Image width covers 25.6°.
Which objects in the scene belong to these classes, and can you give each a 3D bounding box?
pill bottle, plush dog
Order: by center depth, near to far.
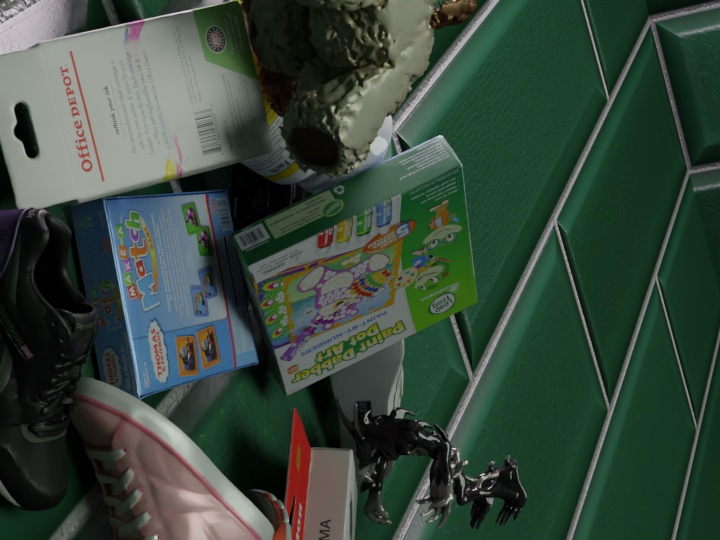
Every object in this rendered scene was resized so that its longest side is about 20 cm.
[{"bbox_3d":[-0.026,-0.189,1.165,0.160,0.171,0.201,-26,122,-33],"label":"plush dog"},{"bbox_3d":[-0.078,-0.141,1.304,0.200,0.114,0.115,30,50,-29],"label":"pill bottle"}]

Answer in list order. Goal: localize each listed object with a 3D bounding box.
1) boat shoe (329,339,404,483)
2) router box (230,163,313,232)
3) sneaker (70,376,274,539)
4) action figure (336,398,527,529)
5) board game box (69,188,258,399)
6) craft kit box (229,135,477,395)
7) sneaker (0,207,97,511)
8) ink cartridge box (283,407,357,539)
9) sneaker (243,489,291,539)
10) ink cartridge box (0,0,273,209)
[{"bbox_3d":[0.010,0.105,1.519,0.066,0.072,0.201,-82,169,-64],"label":"boat shoe"},{"bbox_3d":[-0.050,-0.089,1.447,0.149,0.051,0.201,37,39,-38],"label":"router box"},{"bbox_3d":[-0.155,0.171,1.137,0.200,0.075,0.105,48,63,-25],"label":"sneaker"},{"bbox_3d":[0.055,0.189,1.462,0.199,0.119,0.103,25,74,-27],"label":"action figure"},{"bbox_3d":[-0.151,0.015,1.257,0.200,0.036,0.152,-11,91,-68],"label":"board game box"},{"bbox_3d":[0.000,0.000,1.360,0.049,0.199,0.198,58,-11,32],"label":"craft kit box"},{"bbox_3d":[-0.212,0.059,1.035,0.076,0.087,0.201,-25,104,-66],"label":"sneaker"},{"bbox_3d":[-0.035,0.244,1.355,0.176,0.044,0.201,82,11,-59],"label":"ink cartridge box"},{"bbox_3d":[-0.103,0.234,1.233,0.200,0.082,0.077,-100,-150,-61],"label":"sneaker"},{"bbox_3d":[-0.174,-0.116,1.148,0.199,0.067,0.118,-16,98,-26],"label":"ink cartridge box"}]
